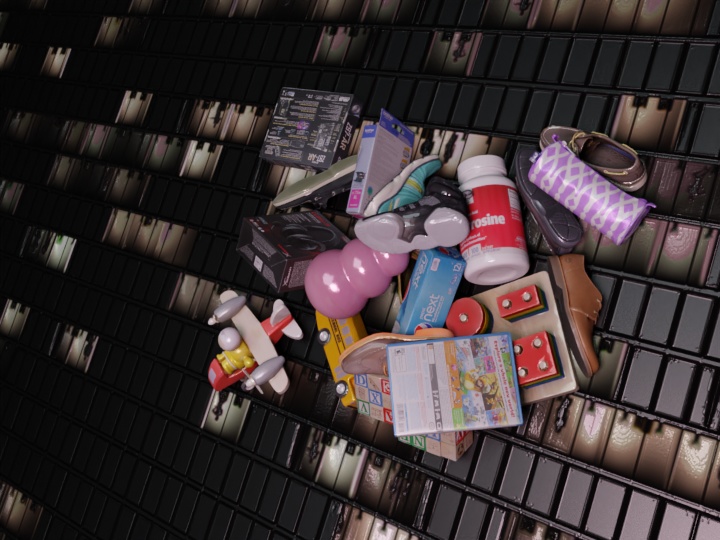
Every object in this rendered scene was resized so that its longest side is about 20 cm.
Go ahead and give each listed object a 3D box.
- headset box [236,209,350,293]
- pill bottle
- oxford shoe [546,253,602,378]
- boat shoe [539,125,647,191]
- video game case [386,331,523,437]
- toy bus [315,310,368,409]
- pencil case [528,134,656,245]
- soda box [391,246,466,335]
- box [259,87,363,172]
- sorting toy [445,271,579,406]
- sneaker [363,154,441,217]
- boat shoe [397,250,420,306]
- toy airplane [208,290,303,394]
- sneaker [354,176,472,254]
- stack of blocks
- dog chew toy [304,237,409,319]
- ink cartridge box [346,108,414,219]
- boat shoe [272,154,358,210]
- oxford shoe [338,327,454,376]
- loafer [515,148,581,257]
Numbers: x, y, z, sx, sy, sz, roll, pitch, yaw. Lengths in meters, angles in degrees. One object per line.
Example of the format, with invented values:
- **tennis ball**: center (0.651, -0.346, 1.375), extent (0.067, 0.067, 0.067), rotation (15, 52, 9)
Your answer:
- **headset box**: center (-0.110, -0.041, 1.531), extent (0.149, 0.198, 0.078), rotation (42, 127, 35)
- **pill bottle**: center (0.218, -0.087, 1.371), extent (0.111, 0.112, 0.203), rotation (-16, 67, 27)
- **oxford shoe**: center (0.350, 0.066, 1.269), extent (0.070, 0.071, 0.203), rotation (-10, 73, 3)
- **boat shoe**: center (0.376, -0.196, 1.329), extent (0.199, 0.060, 0.072), rotation (35, 84, 35)
- **video game case**: center (0.144, 0.177, 1.257), extent (0.197, 0.018, 0.145), rotation (-6, 71, 3)
- **toy bus**: center (-0.021, 0.149, 1.481), extent (0.078, 0.065, 0.202), rotation (-31, 60, 19)
- **pencil case**: center (0.361, -0.127, 1.284), extent (0.199, 0.084, 0.086), rotation (40, 106, 15)
- **soda box**: center (0.111, 0.057, 1.371), extent (0.068, 0.063, 0.202), rotation (-111, 37, -64)
- **box**: center (-0.104, -0.292, 1.685), extent (0.198, 0.043, 0.162), rotation (13, 83, 35)
- **sorting toy**: center (0.231, 0.119, 1.324), extent (0.197, 0.069, 0.203), rotation (-21, 65, 26)
- **sneaker**: center (0.086, -0.137, 1.470), extent (0.080, 0.078, 0.200), rotation (45, 62, 0)
- **boat shoe**: center (0.105, -0.024, 1.451), extent (0.071, 0.068, 0.203), rotation (-9, 70, 32)
- **toy airplane**: center (-0.212, 0.136, 1.562), extent (0.198, 0.141, 0.202), rotation (-1, 74, 33)
- **sneaker**: center (0.092, -0.092, 1.342), extent (0.197, 0.076, 0.115), rotation (-3, 43, 25)
- **stack of blocks**: center (0.087, 0.227, 1.356), extent (0.198, 0.058, 0.117), rotation (13, 119, 35)
- **dog chew toy**: center (0.000, 0.000, 1.417), extent (0.199, 0.124, 0.126), rotation (-31, 61, 18)
- **ink cartridge box**: center (0.040, -0.185, 1.511), extent (0.042, 0.119, 0.203), rotation (7, 79, 39)
- **boat shoe**: center (-0.074, -0.156, 1.593), extent (0.197, 0.067, 0.075), rotation (-28, 28, 1)
- **oxford shoe**: center (0.057, 0.147, 1.317), extent (0.197, 0.072, 0.074), rotation (-13, 47, 14)
- **loafer**: center (0.303, -0.111, 1.355), extent (0.071, 0.063, 0.202), rotation (-10, 60, -16)
